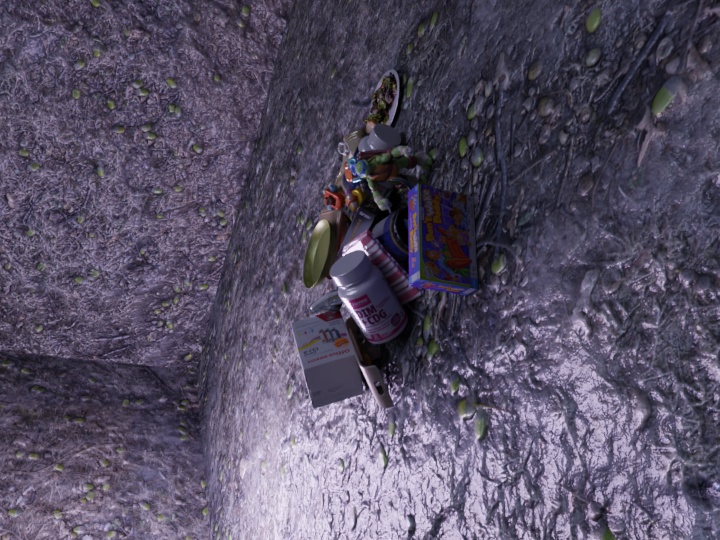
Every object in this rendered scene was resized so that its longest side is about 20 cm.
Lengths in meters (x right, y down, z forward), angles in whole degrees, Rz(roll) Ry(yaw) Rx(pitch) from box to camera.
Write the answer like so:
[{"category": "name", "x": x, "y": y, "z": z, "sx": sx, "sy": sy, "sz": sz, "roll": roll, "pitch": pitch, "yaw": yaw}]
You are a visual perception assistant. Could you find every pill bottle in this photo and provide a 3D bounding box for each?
[{"category": "pill bottle", "x": 0.018, "y": 0.060, "z": 1.481, "sx": 0.112, "sy": 0.201, "sz": 0.114, "roll": -27, "pitch": 25, "yaw": 13}, {"category": "pill bottle", "x": 0.031, "y": -0.289, "z": 1.723, "sx": 0.201, "sy": 0.109, "sz": 0.112, "roll": 122, "pitch": 149, "yaw": -42}, {"category": "pill bottle", "x": 0.084, "y": -0.074, "z": 1.510, "sx": 0.200, "sy": 0.110, "sz": 0.114, "roll": 151, "pitch": 125, "yaw": -63}]

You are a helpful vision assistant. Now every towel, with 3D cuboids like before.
[{"category": "towel", "x": 0.052, "y": 0.000, "z": 1.509, "sx": 0.030, "sy": 0.200, "sz": 0.146, "roll": -46, "pitch": 7, "yaw": -28}]

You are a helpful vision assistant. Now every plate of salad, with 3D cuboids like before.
[{"category": "plate of salad", "x": 0.056, "y": -0.469, "z": 1.818, "sx": 0.200, "sy": 0.047, "sz": 0.203, "roll": -170, "pitch": 90, "yaw": -68}]

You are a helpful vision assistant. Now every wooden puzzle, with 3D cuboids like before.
[{"category": "wooden puzzle", "x": -0.089, "y": -0.100, "z": 1.872, "sx": 0.185, "sy": 0.037, "sz": 0.203, "roll": 180, "pitch": 103, "yaw": -68}]

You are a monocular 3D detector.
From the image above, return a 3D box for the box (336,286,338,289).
[{"category": "box", "x": -0.019, "y": -0.036, "z": 1.843, "sx": 0.144, "sy": 0.036, "sz": 0.203, "roll": 179, "pitch": 101, "yaw": -68}]

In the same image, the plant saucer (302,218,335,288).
[{"category": "plant saucer", "x": -0.112, "y": -0.044, "z": 1.803, "sx": 0.200, "sy": 0.031, "sz": 0.203, "roll": -165, "pitch": 90, "yaw": -69}]

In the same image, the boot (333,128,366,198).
[{"category": "boot", "x": -0.036, "y": -0.318, "z": 1.946, "sx": 0.200, "sy": 0.072, "sz": 0.158, "roll": 136, "pitch": 137, "yaw": -53}]

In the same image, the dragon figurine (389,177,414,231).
[{"category": "dragon figurine", "x": 0.133, "y": -0.109, "z": 1.354, "sx": 0.058, "sy": 0.200, "sz": 0.100, "roll": -11, "pitch": 46, "yaw": 48}]

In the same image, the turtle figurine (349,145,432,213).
[{"category": "turtle figurine", "x": 0.093, "y": -0.209, "z": 1.466, "sx": 0.198, "sy": 0.192, "sz": 0.146, "roll": 6, "pitch": 102, "yaw": 44}]

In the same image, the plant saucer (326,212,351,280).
[{"category": "plant saucer", "x": -0.060, "y": -0.069, "z": 1.870, "sx": 0.200, "sy": 0.034, "sz": 0.204, "roll": -171, "pitch": 90, "yaw": -69}]

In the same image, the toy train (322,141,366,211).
[{"category": "toy train", "x": -0.047, "y": -0.228, "z": 1.706, "sx": 0.149, "sy": 0.055, "sz": 0.202, "roll": 35, "pitch": 131, "yaw": 26}]

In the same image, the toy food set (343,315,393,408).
[{"category": "toy food set", "x": 0.026, "y": 0.215, "z": 1.550, "sx": 0.201, "sy": 0.060, "sz": 0.145, "roll": -116, "pitch": 3, "yaw": -53}]

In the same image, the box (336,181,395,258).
[{"category": "box", "x": 0.018, "y": -0.132, "z": 1.653, "sx": 0.159, "sy": 0.048, "sz": 0.200, "roll": -63, "pitch": -4, "yaw": 36}]

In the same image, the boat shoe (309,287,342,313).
[{"category": "boat shoe", "x": -0.043, "y": 0.076, "z": 1.701, "sx": 0.066, "sy": 0.200, "sz": 0.074, "roll": 67, "pitch": -164, "yaw": 2}]

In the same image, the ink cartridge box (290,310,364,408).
[{"category": "ink cartridge box", "x": -0.088, "y": 0.232, "z": 1.704, "sx": 0.201, "sy": 0.143, "sz": 0.146, "roll": -116, "pitch": 13, "yaw": -54}]

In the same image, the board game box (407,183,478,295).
[{"category": "board game box", "x": 0.163, "y": -0.061, "z": 1.285, "sx": 0.045, "sy": 0.133, "sz": 0.203, "roll": 144, "pitch": 131, "yaw": -59}]
